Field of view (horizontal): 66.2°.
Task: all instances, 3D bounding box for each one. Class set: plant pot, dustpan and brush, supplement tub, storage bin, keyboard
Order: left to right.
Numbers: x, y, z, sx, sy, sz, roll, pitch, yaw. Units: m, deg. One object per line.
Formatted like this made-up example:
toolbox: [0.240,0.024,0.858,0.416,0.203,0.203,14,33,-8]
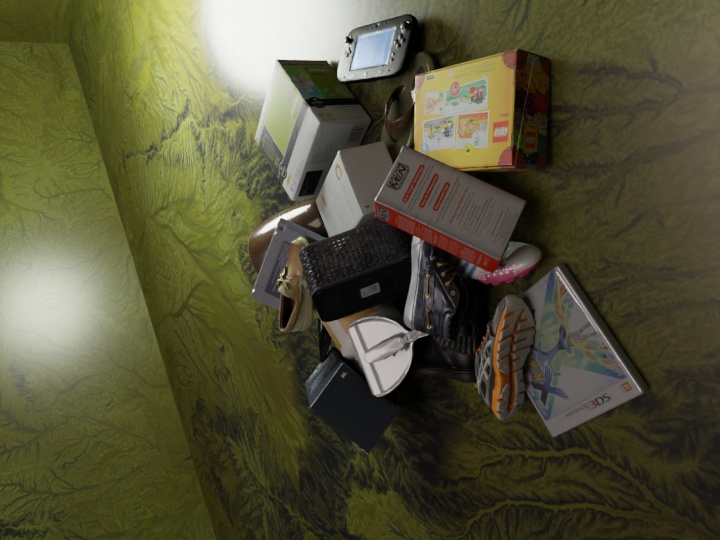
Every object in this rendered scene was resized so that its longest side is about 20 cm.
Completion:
plant pot: [-0.118,-0.070,1.221,0.198,0.185,0.191,-32,76,39]
keyboard: [-0.070,0.114,1.256,0.201,0.039,0.106,-103,25,-62]
supplement tub: [-0.002,0.093,1.119,0.201,0.142,0.146,53,139,29]
storage bin: [0.000,0.000,1.005,0.136,0.195,0.095,75,175,-61]
dustpan and brush: [0.067,0.126,0.964,0.197,0.057,0.142,-29,78,22]

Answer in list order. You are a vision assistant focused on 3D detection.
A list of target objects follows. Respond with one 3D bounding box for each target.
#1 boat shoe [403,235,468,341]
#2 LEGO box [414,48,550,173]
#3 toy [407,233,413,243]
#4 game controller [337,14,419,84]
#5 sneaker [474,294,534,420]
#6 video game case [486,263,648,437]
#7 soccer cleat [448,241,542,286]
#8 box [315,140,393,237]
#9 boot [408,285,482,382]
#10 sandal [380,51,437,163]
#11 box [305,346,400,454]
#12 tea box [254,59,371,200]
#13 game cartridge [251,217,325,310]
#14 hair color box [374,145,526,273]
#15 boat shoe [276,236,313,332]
boat shoe: [0.129,0.006,0.865,0.089,0.070,0.206,17,108,36]
LEGO box: [0.170,-0.221,0.813,0.198,0.076,0.153,10,102,52]
toy: [0.121,-0.083,0.971,0.200,0.046,0.117,-44,64,50]
game controller: [0.026,-0.390,0.986,0.198,0.042,0.107,16,84,52]
sneaker: [0.213,0.130,0.857,0.077,0.077,0.205,35,128,54]
video game case: [0.294,0.123,0.822,0.203,0.022,0.183,62,143,20]
soccer cleat: [0.188,-0.025,0.865,0.198,0.070,0.087,-10,116,56]
box: [-0.004,-0.132,1.050,0.127,0.096,0.200,68,158,11]
boot: [0.135,0.100,0.984,0.208,0.079,0.162,1,109,43]
sandal: [0.070,-0.283,0.965,0.080,0.056,0.204,50,138,31]
box: [-0.023,0.255,1.124,0.148,0.108,0.200,40,175,-7]
tea box: [-0.106,-0.291,1.143,0.199,0.131,0.201,56,140,24]
game cartridge: [-0.141,0.000,1.158,0.131,0.041,0.202,26,121,-3]
hair color box: [0.128,-0.090,0.807,0.197,0.103,0.061,27,166,10]
boat shoe: [-0.131,0.035,1.097,0.073,0.065,0.205,28,123,46]
